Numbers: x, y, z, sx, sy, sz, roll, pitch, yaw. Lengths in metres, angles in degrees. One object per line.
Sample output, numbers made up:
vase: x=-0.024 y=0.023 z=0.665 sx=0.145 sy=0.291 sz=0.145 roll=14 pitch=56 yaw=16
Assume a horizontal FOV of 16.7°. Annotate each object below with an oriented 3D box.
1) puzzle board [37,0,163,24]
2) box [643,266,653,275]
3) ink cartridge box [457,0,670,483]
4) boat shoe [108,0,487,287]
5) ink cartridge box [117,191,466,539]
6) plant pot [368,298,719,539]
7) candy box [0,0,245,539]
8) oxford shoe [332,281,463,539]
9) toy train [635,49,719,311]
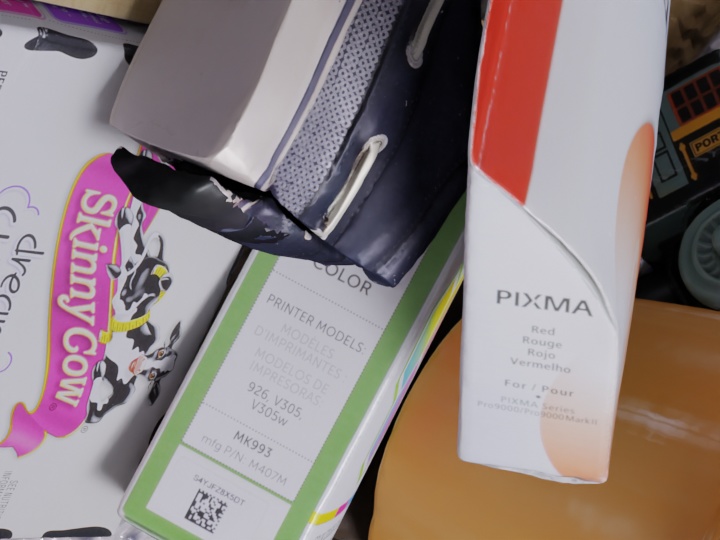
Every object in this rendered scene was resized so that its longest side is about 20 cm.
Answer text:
puzzle board: x=-0.075 y=-0.147 z=0.656 sx=0.200 sy=0.017 sz=0.151 roll=7 pitch=98 yaw=-45
box: x=0.234 y=0.063 z=0.997 sx=0.105 sy=0.200 sz=0.184 roll=-53 pitch=141 yaw=6
ink cartridge box: x=0.063 y=-0.063 z=0.671 sx=0.200 sy=0.050 sz=0.162 roll=94 pitch=8 yaw=-52
boat shoe: x=0.009 y=-0.091 z=0.692 sx=0.093 sy=0.075 sz=0.200 roll=34 pitch=82 yaw=-44
ink cartridge box: x=0.000 y=0.000 z=0.781 sx=0.200 sy=0.059 sz=0.104 roll=-63 pitch=175 yaw=2
plant pot: x=0.111 y=0.092 z=0.820 sx=0.200 sy=0.183 sz=0.200 roll=-39 pitch=141 yaw=-41
candy box: x=-0.132 y=-0.009 z=0.702 sx=0.200 sy=0.072 sz=0.168 roll=5 pitch=117 yaw=-45
oxford shoe: x=-0.010 y=0.070 z=0.885 sx=0.084 sy=0.073 sz=0.200 roll=-1 pitch=109 yaw=-39
toy train: x=0.180 y=-0.046 z=0.886 sx=0.200 sy=0.114 sz=0.085 roll=-29 pitch=144 yaw=16
